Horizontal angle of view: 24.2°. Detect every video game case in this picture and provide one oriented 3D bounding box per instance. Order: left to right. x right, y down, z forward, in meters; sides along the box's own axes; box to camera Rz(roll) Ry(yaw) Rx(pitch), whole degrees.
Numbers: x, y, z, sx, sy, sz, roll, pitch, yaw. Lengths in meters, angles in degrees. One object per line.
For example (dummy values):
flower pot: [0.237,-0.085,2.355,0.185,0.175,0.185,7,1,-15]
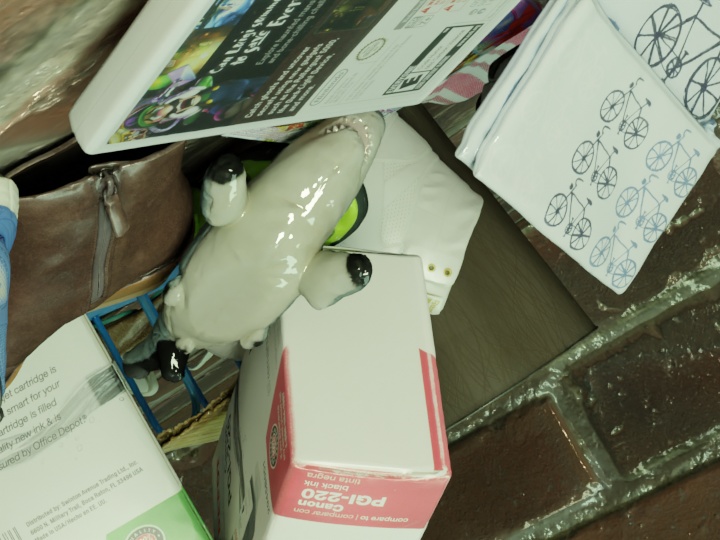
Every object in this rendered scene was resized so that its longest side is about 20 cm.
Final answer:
video game case: [0.007,-0.115,0.629,0.181,0.023,0.200,-14,160,-41]

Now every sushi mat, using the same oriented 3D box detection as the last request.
sushi mat: [-0.061,0.081,1.075,0.095,0.012,0.200,-35,170,12]

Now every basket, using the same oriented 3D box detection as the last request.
basket: [0.046,-0.003,1.158,0.136,0.201,0.180,-36,175,42]

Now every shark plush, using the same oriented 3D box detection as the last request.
shark plush: [-0.052,0.002,0.842,0.200,0.091,0.083,-58,-172,38]

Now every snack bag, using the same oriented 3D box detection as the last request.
snack bag: [0.145,-0.102,0.855,0.201,0.021,0.188,-58,142,-2]

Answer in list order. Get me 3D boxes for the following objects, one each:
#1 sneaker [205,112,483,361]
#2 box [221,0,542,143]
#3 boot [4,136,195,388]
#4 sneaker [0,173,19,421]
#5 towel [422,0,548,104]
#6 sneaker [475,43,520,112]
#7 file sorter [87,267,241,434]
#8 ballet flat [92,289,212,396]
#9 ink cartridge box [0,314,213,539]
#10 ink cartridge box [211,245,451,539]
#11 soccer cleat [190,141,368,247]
sneaker: [0.000,0.000,1.031,0.200,0.115,0.074,-53,-172,-23]
box: [0.011,-0.112,0.817,0.136,0.039,0.200,-31,175,13]
boot: [-0.170,-0.006,0.805,0.199,0.073,0.167,-27,162,-18]
sneaker: [-0.189,0.032,0.699,0.078,0.090,0.200,4,158,-18]
towel: [0.112,-0.154,1.048,0.200,0.030,0.146,-32,174,21]
sneaker: [0.106,-0.099,0.958,0.115,0.075,0.200,-27,-175,35]
file sorter: [-0.129,0.048,1.124,0.200,0.123,0.139,-26,174,-42]
ballet flat: [-0.153,0.050,1.279,0.199,0.073,0.068,-30,175,3]
ink cartridge box: [-0.188,0.107,0.922,0.146,0.201,0.083,-28,179,-13]
ink cartridge box: [-0.023,0.105,0.899,0.084,0.146,0.200,5,138,-12]
soccer cleat: [-0.048,-0.047,0.943,0.081,0.068,0.200,-44,-163,-27]
